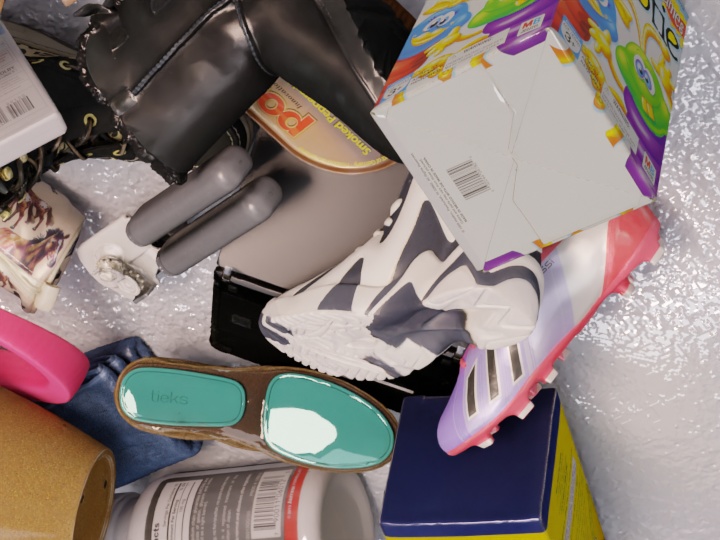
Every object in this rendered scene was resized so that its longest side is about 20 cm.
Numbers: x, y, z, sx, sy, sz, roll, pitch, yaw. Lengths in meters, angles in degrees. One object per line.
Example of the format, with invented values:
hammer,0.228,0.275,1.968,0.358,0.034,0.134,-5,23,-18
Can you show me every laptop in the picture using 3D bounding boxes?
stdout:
laptop,0.000,0.000,1.052,0.177,0.103,0.200,19,154,3

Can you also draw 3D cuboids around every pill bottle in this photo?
pill bottle,-0.100,0.203,1.162,0.200,0.116,0.116,-9,122,23

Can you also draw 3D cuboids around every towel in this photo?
towel,-0.221,0.126,1.184,0.200,0.049,0.112,-24,116,29

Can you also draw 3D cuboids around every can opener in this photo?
can opener,-0.117,-0.031,0.999,0.053,0.066,0.200,44,145,-15

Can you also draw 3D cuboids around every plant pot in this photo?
plant pot,-0.280,0.151,1.093,0.200,0.186,0.187,11,127,8

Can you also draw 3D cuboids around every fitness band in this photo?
fitness band,-0.277,0.042,1.095,0.200,0.037,0.144,8,150,39

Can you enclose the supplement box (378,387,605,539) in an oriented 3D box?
supplement box,0.098,0.185,1.074,0.109,0.110,0.200,-5,134,19

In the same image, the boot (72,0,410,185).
boot,-0.059,-0.106,0.876,0.162,0.073,0.198,-36,84,24

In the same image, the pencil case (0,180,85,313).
pencil case,-0.275,-0.052,1.045,0.200,0.089,0.078,35,127,-11

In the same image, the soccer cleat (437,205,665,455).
soccer cleat,0.105,0.027,0.980,0.076,0.067,0.200,41,104,3

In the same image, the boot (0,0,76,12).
boot,-0.237,-0.180,0.827,0.200,0.077,0.155,-32,113,6

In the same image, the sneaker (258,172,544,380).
sneaker,0.032,-0.012,0.963,0.199,0.130,0.079,-19,131,43

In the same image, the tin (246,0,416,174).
tin,-0.041,-0.143,0.937,0.200,0.042,0.112,42,118,-12

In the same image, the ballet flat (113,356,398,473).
ballet flat,-0.070,0.098,1.097,0.200,0.072,0.068,7,88,2

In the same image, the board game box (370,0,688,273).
board game box,0.096,-0.109,0.822,0.103,0.200,0.105,-23,115,29

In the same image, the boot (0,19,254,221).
boot,-0.180,-0.074,0.959,0.203,0.154,0.074,18,128,3

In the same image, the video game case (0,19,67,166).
video game case,-0.269,-0.109,0.908,0.143,0.200,0.018,-29,141,-10
